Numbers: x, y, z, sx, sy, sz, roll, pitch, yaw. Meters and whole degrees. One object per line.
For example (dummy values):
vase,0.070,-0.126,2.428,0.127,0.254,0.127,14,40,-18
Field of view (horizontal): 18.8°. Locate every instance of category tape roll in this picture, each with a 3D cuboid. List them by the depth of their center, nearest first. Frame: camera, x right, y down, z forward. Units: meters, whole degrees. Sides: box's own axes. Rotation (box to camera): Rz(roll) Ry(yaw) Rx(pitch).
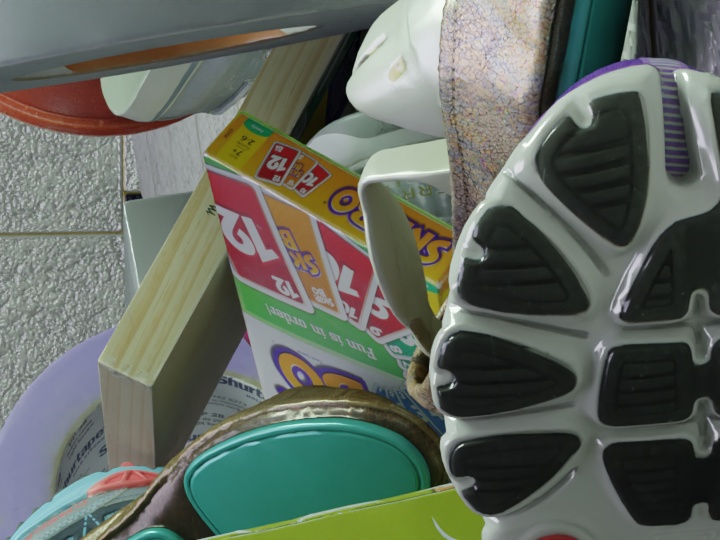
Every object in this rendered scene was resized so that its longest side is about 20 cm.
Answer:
tape roll,-0.069,-0.103,0.717,0.200,0.199,0.066,-172,72,-81
tape roll,-0.085,0.128,1.094,0.085,0.199,0.201,94,164,-60

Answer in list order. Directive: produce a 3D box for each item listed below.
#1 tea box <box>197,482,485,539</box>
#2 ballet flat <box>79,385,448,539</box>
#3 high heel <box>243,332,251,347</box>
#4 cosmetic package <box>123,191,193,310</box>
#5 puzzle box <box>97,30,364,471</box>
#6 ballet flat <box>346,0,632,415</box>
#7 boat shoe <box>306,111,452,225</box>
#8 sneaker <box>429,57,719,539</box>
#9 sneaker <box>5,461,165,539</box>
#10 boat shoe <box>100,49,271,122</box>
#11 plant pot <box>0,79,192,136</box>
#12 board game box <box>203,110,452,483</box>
tea box,-0.017,0.173,0.708,0.200,0.196,0.134,101,157,-65
ballet flat,-0.041,0.084,0.764,0.068,0.200,0.072,47,-146,-7
high heel,-0.009,0.038,1.030,0.096,0.067,0.201,-38,60,56
cosmetic package,-0.083,0.018,1.275,0.200,0.106,0.091,100,159,-71
puzzle box,-0.051,-0.015,0.911,0.133,0.025,0.200,98,-163,-65
ballet flat,0.031,-0.030,0.543,0.068,0.067,0.201,-61,-22,-45
boat shoe,0.002,-0.001,0.811,0.202,0.074,0.065,127,131,-66
sneaker,0.053,0.030,0.503,0.084,0.080,0.201,-93,3,-48
sneaker,-0.049,0.120,0.856,0.096,0.199,0.080,-139,42,-73
boat shoe,-0.046,-0.131,0.942,0.201,0.071,0.070,-45,53,47
plant pot,-0.120,-0.197,1.030,0.195,0.200,0.201,116,143,-64
board game box,0.002,0.032,0.760,0.095,0.030,0.200,30,156,24
